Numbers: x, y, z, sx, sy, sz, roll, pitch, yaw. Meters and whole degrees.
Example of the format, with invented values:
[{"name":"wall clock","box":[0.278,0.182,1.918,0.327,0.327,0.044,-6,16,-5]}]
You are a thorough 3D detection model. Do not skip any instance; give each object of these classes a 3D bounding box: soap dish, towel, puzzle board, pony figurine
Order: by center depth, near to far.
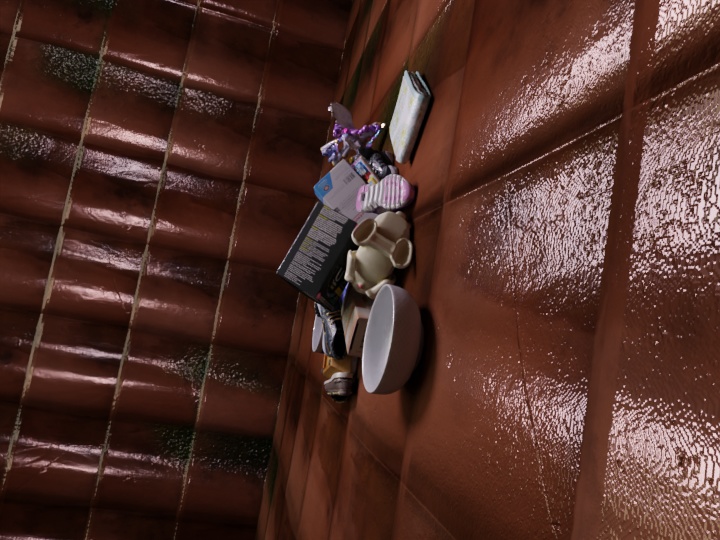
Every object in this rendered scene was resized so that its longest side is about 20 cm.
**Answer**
[{"name":"towel","box":[0.120,-0.387,1.345,0.203,0.046,0.175,-95,17,-54]},{"name":"puzzle board","box":[0.023,-0.224,1.462,0.017,0.152,0.200,-38,7,-10]},{"name":"soap dish","box":[-0.056,0.211,1.557,0.158,0.079,0.207,127,151,-64]},{"name":"pony figurine","box":[-0.035,-0.413,1.689,0.198,0.190,0.171,-33,68,39]}]

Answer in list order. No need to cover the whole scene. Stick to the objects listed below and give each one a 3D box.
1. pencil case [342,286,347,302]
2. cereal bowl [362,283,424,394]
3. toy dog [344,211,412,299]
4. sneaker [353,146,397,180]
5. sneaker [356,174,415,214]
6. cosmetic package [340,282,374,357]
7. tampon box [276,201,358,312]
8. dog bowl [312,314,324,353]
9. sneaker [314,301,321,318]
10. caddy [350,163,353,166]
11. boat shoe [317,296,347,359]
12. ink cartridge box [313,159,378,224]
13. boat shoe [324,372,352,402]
[{"name":"pencil case","box":[0.000,0.000,1.473,0.078,0.084,0.207,33,-118,-58]},{"name":"cereal bowl","box":[0.067,0.133,1.018,0.200,0.081,0.207,-169,89,-78]},{"name":"toy dog","box":[0.031,-0.030,1.234,0.202,0.136,0.197,115,175,-49]},{"name":"sneaker","box":[0.036,-0.275,1.474,0.203,0.110,0.077,-94,22,-55]},{"name":"sneaker","box":[0.074,-0.175,1.305,0.198,0.087,0.083,-1,76,56]},{"name":"cosmetic package","box":[0.009,0.115,1.310,0.201,0.084,0.106,-106,29,-66]},{"name":"tampon box","box":[-0.086,-0.031,1.321,0.204,0.124,0.150,-59,-20,-7]},{"name":"dog bowl","box":[-0.107,0.181,1.835,0.200,0.076,0.207,-168,89,-78]},{"name":"sneaker","box":[-0.076,0.042,1.522,0.091,0.065,0.205,-58,-11,-61]},{"name":"caddy","box":[-0.027,-0.246,1.776,0.141,0.102,0.207,148,132,-73]},{"name":"boat shoe","box":[-0.066,0.132,1.425,0.090,0.069,0.208,180,84,-68]},{"name":"ink cartridge box","box":[-0.020,-0.178,1.440,0.115,0.201,0.067,-41,-5,-8]},{"name":"boat shoe","box":[-0.060,0.332,1.492,0.201,0.069,0.061,121,150,-63]}]
